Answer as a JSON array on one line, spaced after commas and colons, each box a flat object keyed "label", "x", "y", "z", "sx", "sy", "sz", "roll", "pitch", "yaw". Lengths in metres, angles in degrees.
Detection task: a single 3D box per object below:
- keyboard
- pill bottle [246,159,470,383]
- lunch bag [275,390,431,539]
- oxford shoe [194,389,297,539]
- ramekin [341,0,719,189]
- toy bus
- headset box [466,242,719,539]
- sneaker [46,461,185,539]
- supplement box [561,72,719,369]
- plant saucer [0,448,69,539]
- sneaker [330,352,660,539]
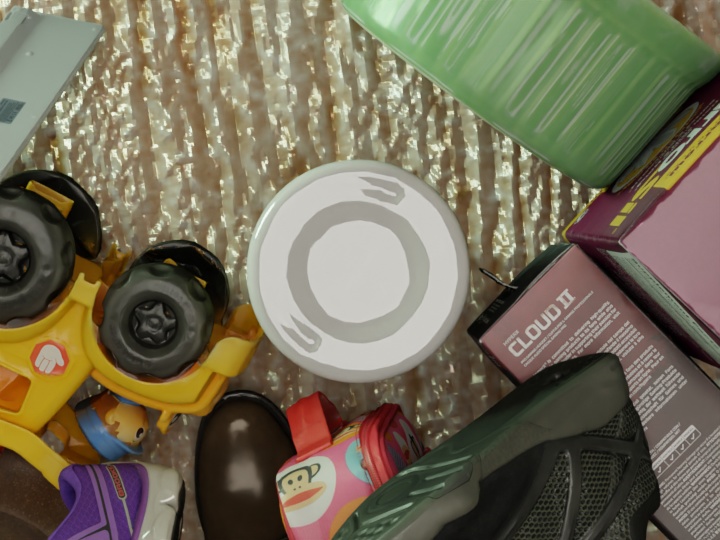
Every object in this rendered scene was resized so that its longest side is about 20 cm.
[{"label": "keyboard", "x": -0.198, "y": -0.086, "z": 1.251, "sx": 0.056, "sy": 0.200, "sz": 0.011, "roll": 17, "pitch": 130, "yaw": 7}, {"label": "pill bottle", "x": 0.000, "y": 0.000, "z": 1.233, "sx": 0.111, "sy": 0.200, "sz": 0.111, "roll": 0, "pitch": 90, "yaw": 1}, {"label": "lunch bag", "x": 0.012, "y": 0.144, "z": 1.236, "sx": 0.082, "sy": 0.200, "sz": 0.176, "roll": -27, "pitch": 91, "yaw": 5}, {"label": "oxford shoe", "x": -0.052, "y": 0.166, "z": 1.294, "sx": 0.073, "sy": 0.084, "sz": 0.200, "roll": -10, "pitch": 89, "yaw": 2}, {"label": "ramekin", "x": 0.086, "y": -0.131, "z": 1.237, "sx": 0.200, "sy": 0.200, "sz": 0.098, "roll": 36, "pitch": 98, "yaw": 0}, {"label": "toy bus", "x": -0.173, "y": 0.056, "z": 1.272, "sx": 0.200, "sy": 0.136, "sz": 0.192, "roll": 26, "pitch": 96, "yaw": -2}, {"label": "headset box", "x": 0.140, "y": 0.066, "z": 1.258, "sx": 0.200, "sy": 0.149, "sz": 0.077, "roll": 44, "pitch": 90, "yaw": -1}, {"label": "sneaker", "x": -0.143, "y": 0.187, "z": 1.185, "sx": 0.083, "sy": 0.081, "sz": 0.200, "roll": 7, "pitch": 51, "yaw": 1}, {"label": "supplement box", "x": 0.192, "y": -0.028, "z": 1.192, "sx": 0.103, "sy": 0.200, "sz": 0.131, "roll": 44, "pitch": 89, "yaw": -4}, {"label": "plant saucer", "x": -0.231, "y": 0.170, "z": 1.264, "sx": 0.200, "sy": 0.201, "sz": 0.037, "roll": 2, "pitch": 129, "yaw": 0}, {"label": "sneaker", "x": 0.073, "y": 0.130, "z": 1.119, "sx": 0.199, "sy": 0.076, "sz": 0.114, "roll": -30, "pitch": 97, "yaw": -36}]
